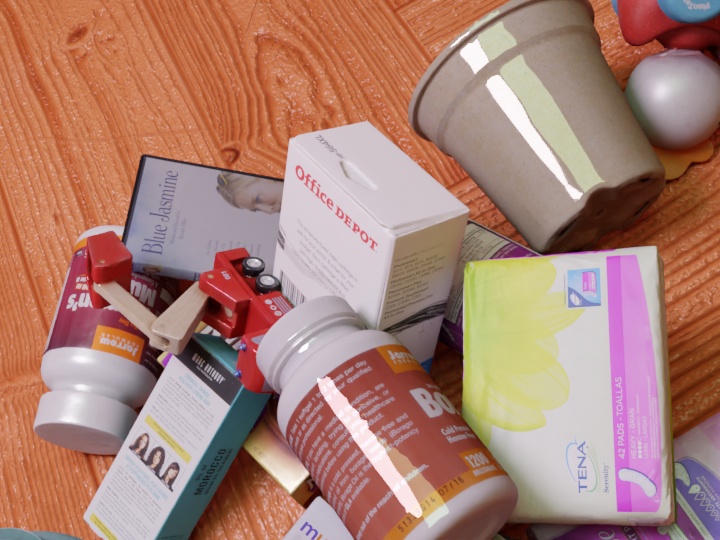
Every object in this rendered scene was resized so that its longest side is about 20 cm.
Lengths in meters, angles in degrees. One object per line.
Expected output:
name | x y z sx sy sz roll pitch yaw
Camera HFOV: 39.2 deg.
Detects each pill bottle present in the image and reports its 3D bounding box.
pill bottle | -0.243 0.067 0.975 0.109 0.110 0.201 -1 61 16
pill bottle | 0.104 0.019 0.896 0.200 0.112 0.112 29 73 29
pill bottle | 0.011 0.116 0.723 0.112 0.112 0.200 -36 62 -5

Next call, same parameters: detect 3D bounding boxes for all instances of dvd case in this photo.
dvd case | -0.127 -0.044 0.991 0.199 0.018 0.143 9 50 -9

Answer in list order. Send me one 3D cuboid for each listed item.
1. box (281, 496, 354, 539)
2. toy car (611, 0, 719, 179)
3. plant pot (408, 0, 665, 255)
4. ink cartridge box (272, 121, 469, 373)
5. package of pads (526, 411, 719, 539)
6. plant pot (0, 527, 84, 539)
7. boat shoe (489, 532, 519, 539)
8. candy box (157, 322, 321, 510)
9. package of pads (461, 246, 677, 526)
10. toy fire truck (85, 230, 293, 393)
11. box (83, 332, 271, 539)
box | -0.016 0.298 0.708 0.200 0.097 0.176 40 58 8
toy car | 0.318 -0.184 0.945 0.176 0.184 0.201 6 103 -3
plant pot | 0.174 -0.117 0.922 0.200 0.201 0.184 -30 69 -1
ink cartridge box | 0.000 0.000 0.844 0.084 0.201 0.146 -18 47 -33
package of pads | 0.239 0.204 0.775 0.199 0.076 0.121 -30 55 -1
plant pot | -0.276 0.293 0.817 0.199 0.135 0.201 -8 45 8
boat shoe | 0.127 0.239 0.722 0.201 0.060 0.072 28 100 39
candy box | -0.081 0.108 0.935 0.117 0.057 0.200 -45 60 -10
package of pads | 0.152 0.088 0.759 0.154 0.068 0.201 -5 77 21
toy fire truck | -0.137 0.035 0.858 0.141 0.049 0.200 -13 44 -32
box | -0.161 0.160 0.890 0.082 0.049 0.201 36 100 30
